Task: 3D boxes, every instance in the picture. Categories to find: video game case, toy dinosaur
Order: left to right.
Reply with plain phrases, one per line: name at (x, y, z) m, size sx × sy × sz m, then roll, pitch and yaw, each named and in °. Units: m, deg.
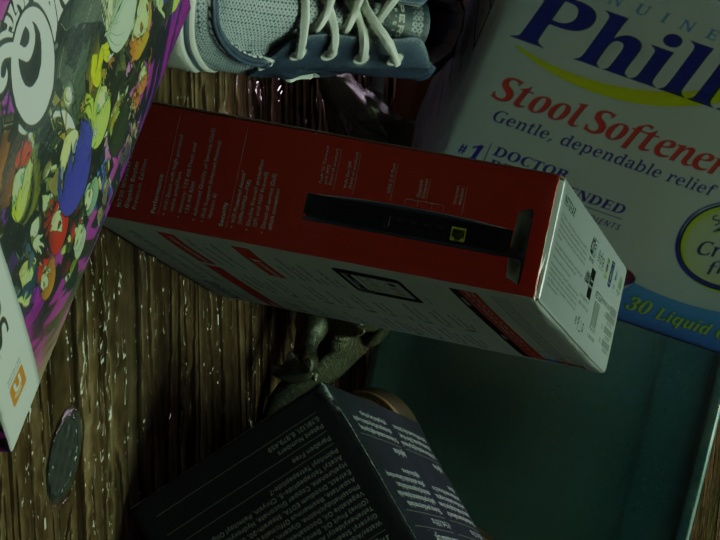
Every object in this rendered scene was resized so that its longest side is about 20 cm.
video game case at (-0.111, -0.071, 0.956) m, size 0.182 × 0.036 × 0.201 m, roll 83°, pitch 22°, yaw -55°
toy dinosaur at (0.000, 0.000, 1.377) m, size 0.102 × 0.077 × 0.201 m, roll -32°, pitch 128°, yaw -63°

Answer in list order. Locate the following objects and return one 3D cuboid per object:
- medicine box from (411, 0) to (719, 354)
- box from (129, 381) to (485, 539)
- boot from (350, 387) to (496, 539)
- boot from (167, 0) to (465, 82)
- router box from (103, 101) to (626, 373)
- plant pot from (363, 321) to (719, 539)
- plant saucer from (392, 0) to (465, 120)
medicine box at (0.133, -0.083, 1.274) m, size 0.103 × 0.181 × 0.201 m, roll -79°, pitch -171°, yaw -50°
box at (0.009, 0.160, 1.279) m, size 0.183 × 0.104 × 0.200 m, roll 58°, pitch 6°, yaw 14°
boot at (0.029, 0.149, 1.435) m, size 0.074 × 0.200 × 0.075 m, roll -43°, pitch 162°, yaw 23°
boot at (-0.018, -0.111, 1.186) m, size 0.200 × 0.090 × 0.073 m, roll -23°, pitch 123°, yaw -74°
router box at (0.005, -0.011, 1.171) m, size 0.200 × 0.178 × 0.049 m, roll 40°, pitch 62°, yaw -75°
plant pot at (0.102, 0.064, 1.577) m, size 0.200 × 0.187 × 0.201 m, roll 14°, pitch 90°, yaw -82°
plant saucer at (0.046, -0.075, 1.463) m, size 0.200 × 0.037 × 0.201 m, roll -169°, pitch -90°, yaw -79°
